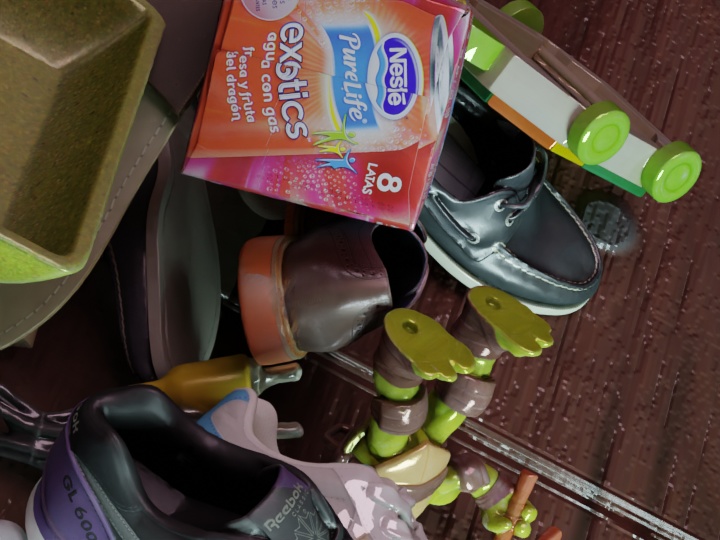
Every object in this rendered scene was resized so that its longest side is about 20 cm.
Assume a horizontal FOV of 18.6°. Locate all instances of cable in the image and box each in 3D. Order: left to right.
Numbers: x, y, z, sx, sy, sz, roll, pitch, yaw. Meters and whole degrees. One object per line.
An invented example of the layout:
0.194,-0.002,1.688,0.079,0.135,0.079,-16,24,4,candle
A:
-0.125,0.077,0.969,0.199,0.050,0.098,8,95,-4,cable

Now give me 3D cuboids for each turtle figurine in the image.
0.026,0.082,0.979,0.199,0.162,0.065,-1,41,-32,turtle figurine

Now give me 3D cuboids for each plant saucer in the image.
-0.184,-0.082,0.823,0.199,0.048,0.200,28,32,-13,plant saucer

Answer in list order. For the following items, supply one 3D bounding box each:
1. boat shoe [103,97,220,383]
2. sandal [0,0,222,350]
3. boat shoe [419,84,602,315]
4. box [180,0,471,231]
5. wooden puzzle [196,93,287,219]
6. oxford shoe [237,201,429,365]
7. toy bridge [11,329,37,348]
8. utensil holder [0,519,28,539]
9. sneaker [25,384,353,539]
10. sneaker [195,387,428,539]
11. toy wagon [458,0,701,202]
-0.109,-0.031,1.045,0.062,0.073,0.201,-13,63,15,boat shoe
-0.128,-0.043,0.952,0.078,0.070,0.212,39,91,0,sandal
0.058,-0.051,1.103,0.199,0.066,0.075,41,50,-17,boat shoe
-0.009,-0.080,0.952,0.099,0.200,0.096,14,96,1,box
-0.044,-0.154,1.115,0.185,0.037,0.201,-49,121,-41,wooden puzzle
0.000,0.000,1.009,0.200,0.072,0.072,-56,137,-73,oxford shoe
-0.161,-0.056,1.019,0.067,0.027,0.201,4,64,21,toy bridge
-0.153,0.217,0.777,0.169,0.170,0.201,-18,72,-35,utensil holder
-0.027,0.116,0.770,0.199,0.088,0.076,33,51,2,sneaker
0.002,0.124,0.865,0.200,0.077,0.081,34,88,17,sneaker
0.085,-0.103,1.130,0.200,0.040,0.155,21,21,-48,toy wagon
